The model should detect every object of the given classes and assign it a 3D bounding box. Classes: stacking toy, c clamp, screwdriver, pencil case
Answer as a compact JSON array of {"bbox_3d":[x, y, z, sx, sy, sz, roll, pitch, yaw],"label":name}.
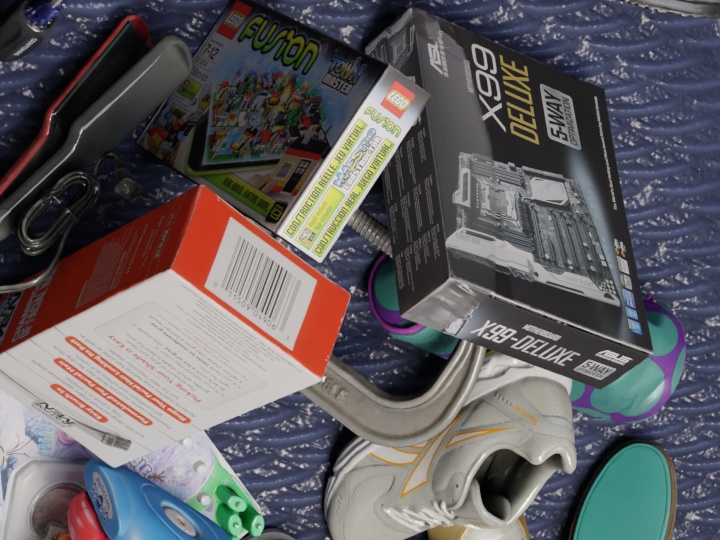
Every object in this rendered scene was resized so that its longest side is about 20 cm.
[{"bbox_3d":[-0.168,0.218,1.633,0.110,0.116,0.200,34,103,-31],"label":"stacking toy"},{"bbox_3d":[0.000,0.000,1.651,0.200,0.027,0.171,42,100,6],"label":"c clamp"},{"bbox_3d":[-0.154,-0.147,1.488,0.029,0.200,0.028,35,64,-21],"label":"screwdriver"},{"bbox_3d":[0.107,0.029,1.737,0.200,0.093,0.085,23,138,-32],"label":"pencil case"}]

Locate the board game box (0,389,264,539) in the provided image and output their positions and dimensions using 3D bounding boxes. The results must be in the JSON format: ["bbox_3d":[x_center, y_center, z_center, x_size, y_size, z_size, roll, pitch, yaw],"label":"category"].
[{"bbox_3d":[-0.179,0.146,1.664,0.200,0.026,0.200,-40,119,-10],"label":"board game box"}]

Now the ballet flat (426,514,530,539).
[{"bbox_3d":[0.095,0.209,1.804,0.069,0.063,0.200,-27,116,-18],"label":"ballet flat"}]

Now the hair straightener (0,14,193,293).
[{"bbox_3d":[-0.161,-0.058,1.553,0.200,0.077,0.041,-48,140,-21],"label":"hair straightener"}]

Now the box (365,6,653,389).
[{"bbox_3d":[0.086,-0.043,1.645,0.158,0.200,0.050,21,137,-34],"label":"box"}]

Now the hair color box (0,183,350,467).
[{"bbox_3d":[-0.112,0.034,1.533,0.111,0.200,0.064,37,52,-25],"label":"hair color box"}]

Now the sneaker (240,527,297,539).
[{"bbox_3d":[-0.097,0.248,1.707,0.200,0.082,0.070,-49,122,-4],"label":"sneaker"}]

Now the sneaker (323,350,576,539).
[{"bbox_3d":[0.053,0.130,1.701,0.076,0.092,0.200,26,128,-34],"label":"sneaker"}]

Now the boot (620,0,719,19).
[{"bbox_3d":[0.155,-0.230,1.656,0.200,0.070,0.132,15,101,-10],"label":"boot"}]

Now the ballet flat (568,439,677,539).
[{"bbox_3d":[0.168,0.213,1.830,0.072,0.068,0.200,65,33,-67],"label":"ballet flat"}]

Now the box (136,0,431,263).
[{"bbox_3d":[-0.047,-0.083,1.554,0.035,0.200,0.110,34,88,-31],"label":"box"}]
